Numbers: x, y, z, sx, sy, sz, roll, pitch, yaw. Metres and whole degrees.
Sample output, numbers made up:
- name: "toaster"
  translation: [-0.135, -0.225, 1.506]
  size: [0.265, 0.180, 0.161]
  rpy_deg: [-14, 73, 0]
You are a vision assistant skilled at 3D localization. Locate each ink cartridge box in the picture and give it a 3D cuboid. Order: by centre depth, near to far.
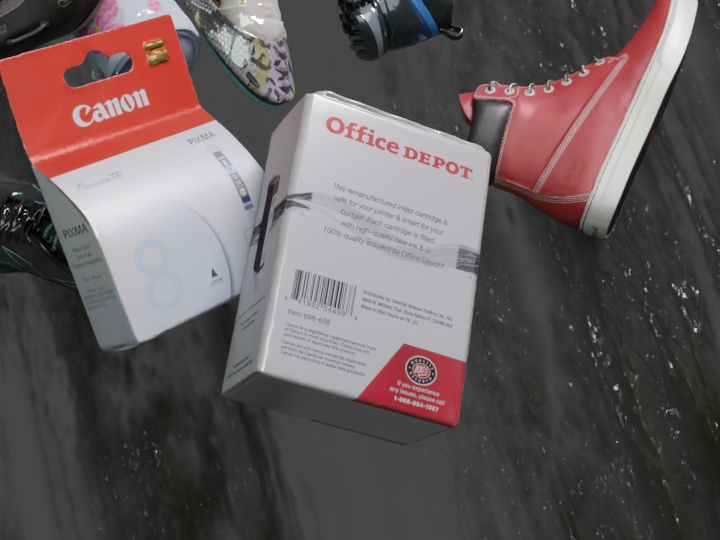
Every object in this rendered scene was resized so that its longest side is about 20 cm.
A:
- name: "ink cartridge box"
  translation: [-0.138, -0.067, 0.961]
  size: [0.160, 0.047, 0.202]
  rpy_deg: [-27, 102, -46]
- name: "ink cartridge box"
  translation: [0.000, 0.000, 0.968]
  size: [0.143, 0.084, 0.202]
  rpy_deg: [17, 69, -19]

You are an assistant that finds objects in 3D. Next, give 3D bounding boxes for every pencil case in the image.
- name: "pencil case"
  translation: [-0.203, -0.218, 1.094]
  size: [0.083, 0.091, 0.201]
  rpy_deg: [-23, 68, -33]

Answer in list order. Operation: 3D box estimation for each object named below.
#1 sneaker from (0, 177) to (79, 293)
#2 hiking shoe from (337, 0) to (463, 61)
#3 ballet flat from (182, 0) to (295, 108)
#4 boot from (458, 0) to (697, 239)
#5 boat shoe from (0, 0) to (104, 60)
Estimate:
- name: "sneaker"
  translation: [-0.224, -0.030, 1.024]
  size: [0.198, 0.079, 0.076]
  rpy_deg: [20, 71, 12]
- name: "hiking shoe"
  translation: [0.014, -0.260, 1.109]
  size: [0.086, 0.074, 0.202]
  rpy_deg: [-12, 78, -9]
- name: "ballet flat"
  translation: [-0.103, -0.216, 1.087]
  size: [0.072, 0.072, 0.201]
  rpy_deg: [-32, 69, -9]
- name: "boot"
  translation: [0.155, -0.138, 1.049]
  size: [0.143, 0.072, 0.201]
  rpy_deg: [24, 76, 14]
- name: "boat shoe"
  translation: [-0.252, -0.195, 1.044]
  size: [0.199, 0.057, 0.067]
  rpy_deg: [-26, 79, 37]
